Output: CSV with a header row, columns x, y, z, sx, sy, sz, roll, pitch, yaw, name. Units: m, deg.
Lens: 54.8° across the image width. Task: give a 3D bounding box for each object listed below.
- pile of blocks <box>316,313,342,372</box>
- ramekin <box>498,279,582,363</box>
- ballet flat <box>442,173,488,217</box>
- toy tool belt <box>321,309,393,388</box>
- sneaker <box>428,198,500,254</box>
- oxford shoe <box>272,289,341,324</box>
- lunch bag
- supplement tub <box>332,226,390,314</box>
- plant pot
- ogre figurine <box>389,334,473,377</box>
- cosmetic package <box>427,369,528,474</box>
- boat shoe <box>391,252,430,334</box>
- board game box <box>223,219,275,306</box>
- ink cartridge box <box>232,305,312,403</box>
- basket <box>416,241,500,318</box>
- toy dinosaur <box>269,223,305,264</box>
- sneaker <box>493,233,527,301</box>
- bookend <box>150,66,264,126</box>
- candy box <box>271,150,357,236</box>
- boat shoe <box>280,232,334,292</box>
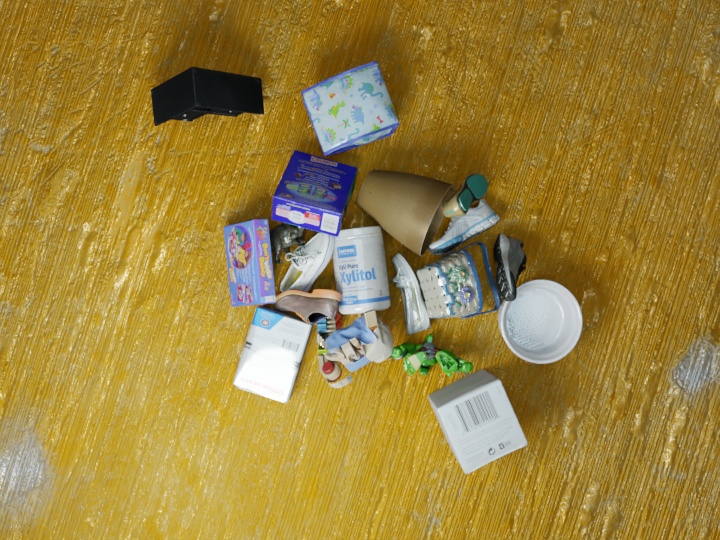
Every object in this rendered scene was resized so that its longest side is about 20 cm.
x,y,z,sx,sy,sz,roll,pitch,yaw,name
-0.075,0.147,1.719,0.061,0.082,0.203,-3,89,0,pile of blocks
0.435,0.123,1.713,0.198,0.098,0.203,0,89,0,ramekin
0.252,-0.184,1.695,0.063,0.200,0.069,-24,100,37,ballet flat
-0.027,0.173,1.633,0.199,0.125,0.123,-33,133,6,toy tool belt
0.245,-0.111,1.732,0.199,0.075,0.087,-30,82,-11,sneaker
-0.138,0.090,1.677,0.198,0.071,0.074,-7,67,36,oxford shoe
-0.027,-0.390,1.701,0.198,0.127,0.172,-22,90,-10,lunch bag
0.000,0.000,1.696,0.130,0.132,0.203,-8,90,0,supplement tub
0.100,-0.163,1.687,0.198,0.186,0.188,27,90,12,plant pot
0.168,0.211,1.701,0.197,0.120,0.099,-9,94,1,ogre figurine
0.274,0.354,1.659,0.163,0.200,0.167,-24,89,0,cosmetic package
0.116,0.057,1.726,0.064,0.074,0.204,-20,96,-5,boat shoe
-0.272,-0.016,1.697,0.044,0.134,0.203,-5,90,-43,board game box
-0.213,0.205,1.717,0.144,0.084,0.202,18,90,0,ink cartridge box
0.250,0.036,1.702,0.198,0.139,0.178,-17,90,-35,basket
-0.190,-0.079,1.734,0.199,0.077,0.103,-37,69,16,toy dinosaur
0.369,-0.010,1.681,0.078,0.074,0.202,8,48,0,sneaker
-0.377,-0.415,1.705,0.199,0.197,0.093,-6,89,44,bookend
-0.108,-0.188,1.668,0.167,0.201,0.078,15,134,1,candy box
-0.141,-0.023,1.685,0.203,0.085,0.075,-55,47,26,boat shoe
